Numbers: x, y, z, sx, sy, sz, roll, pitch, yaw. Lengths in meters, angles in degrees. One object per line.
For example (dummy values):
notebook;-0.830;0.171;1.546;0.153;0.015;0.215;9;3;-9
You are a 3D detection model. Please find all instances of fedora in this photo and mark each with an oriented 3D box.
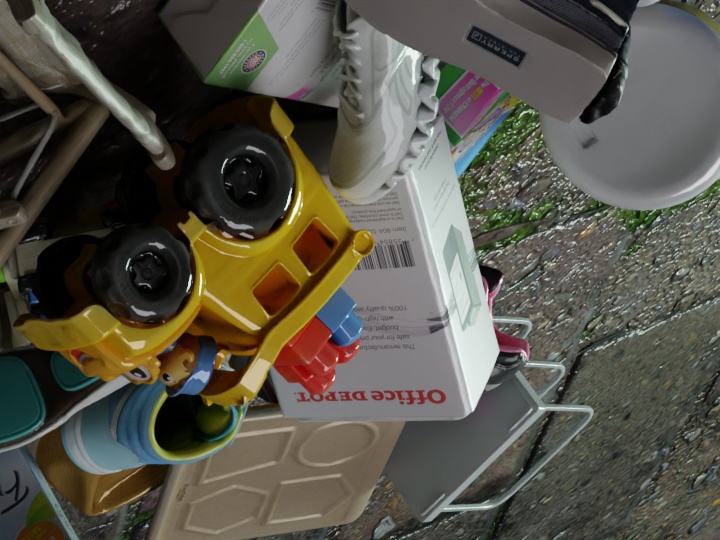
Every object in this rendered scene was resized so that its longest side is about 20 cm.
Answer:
fedora;-0.183;0.117;1.620;0.201;0.082;0.201;-26;152;-16

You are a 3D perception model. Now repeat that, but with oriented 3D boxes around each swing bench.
swing bench;-0.242;-0.082;1.246;0.200;0.130;0.199;-40;152;-1

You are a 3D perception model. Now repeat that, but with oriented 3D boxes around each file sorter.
file sorter;0.073;0.082;1.778;0.139;0.200;0.125;-47;152;22

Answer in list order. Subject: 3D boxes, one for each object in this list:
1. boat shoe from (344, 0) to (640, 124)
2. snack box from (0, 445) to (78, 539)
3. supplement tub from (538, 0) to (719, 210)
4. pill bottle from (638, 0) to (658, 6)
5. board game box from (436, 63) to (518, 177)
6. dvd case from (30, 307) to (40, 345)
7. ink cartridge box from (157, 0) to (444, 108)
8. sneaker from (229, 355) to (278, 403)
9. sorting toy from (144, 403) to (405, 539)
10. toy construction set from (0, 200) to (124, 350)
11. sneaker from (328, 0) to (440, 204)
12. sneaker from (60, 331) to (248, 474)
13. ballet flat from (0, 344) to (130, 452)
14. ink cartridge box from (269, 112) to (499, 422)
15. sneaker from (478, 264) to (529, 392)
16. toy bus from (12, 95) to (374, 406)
boat shoe;0.073;-0.169;1.288;0.075;0.200;0.093;-51;-171;47
snack box;-0.289;0.160;1.497;0.142;0.200;0.053;-32;152;-5
supplement tub;0.210;-0.125;1.596;0.145;0.145;0.200;-42;179;13
pill bottle;0.247;-0.270;1.498;0.200;0.116;0.116;-28;152;-15
board game box;0.076;-0.118;1.556;0.200;0.040;0.153;-53;174;38
dvd case;-0.163;0.050;1.654;0.150;0.025;0.200;-32;153;-7
ink cartridge box;-0.018;-0.171;1.411;0.200;0.067;0.117;6;130;-51
sneaker;-0.043;0.020;1.653;0.078;0.082;0.200;-31;148;-42
sorting toy;-0.065;0.149;1.667;0.200;0.036;0.185;-10;147;-24
toy construction set;-0.178;-0.005;1.492;0.200;0.092;0.131;-25;177;-2
sneaker;0.013;-0.135;1.354;0.081;0.075;0.200;3;118;-37
sneaker;-0.106;0.064;1.517;0.080;0.131;0.200;51;58;-27
ballet flat;-0.203;0.076;1.463;0.200;0.069;0.069;-26;154;9
ink cartridge box;0.000;0.000;1.512;0.084;0.145;0.200;-60;142;-52
sneaker;0.059;0.008;1.659;0.095;0.200;0.079;-29;-173;20
toy bus;-0.088;0.019;1.378;0.200;0.192;0.136;-48;-160;-23
